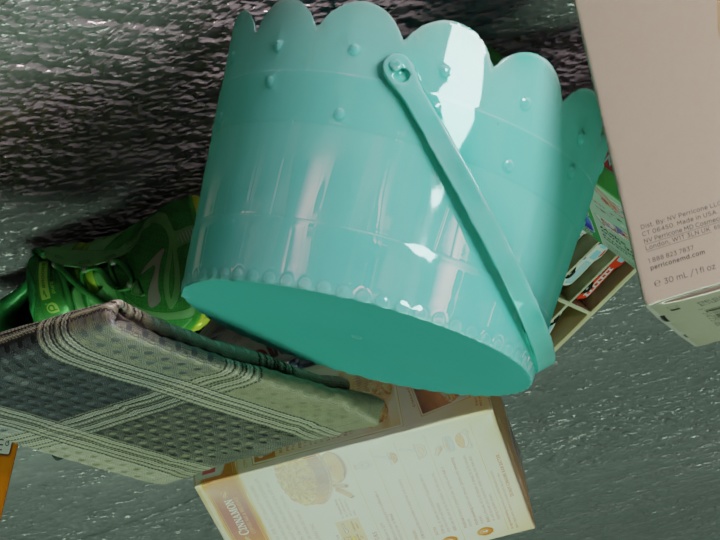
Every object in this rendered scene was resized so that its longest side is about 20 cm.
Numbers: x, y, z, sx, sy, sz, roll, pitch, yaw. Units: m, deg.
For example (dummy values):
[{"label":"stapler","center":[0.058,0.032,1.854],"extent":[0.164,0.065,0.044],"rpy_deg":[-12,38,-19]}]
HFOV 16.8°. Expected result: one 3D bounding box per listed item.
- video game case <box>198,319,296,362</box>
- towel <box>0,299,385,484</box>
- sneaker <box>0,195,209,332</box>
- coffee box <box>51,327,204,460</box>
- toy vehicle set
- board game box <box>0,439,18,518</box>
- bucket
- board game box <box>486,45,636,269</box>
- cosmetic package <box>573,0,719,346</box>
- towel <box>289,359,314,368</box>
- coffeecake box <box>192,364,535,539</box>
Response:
[{"label":"video game case","center":[0.000,0.000,1.386],"extent":[0.181,0.023,0.200],"rpy_deg":[-22,-167,21]},{"label":"towel","center":[-0.118,0.062,1.270],"extent":[0.192,0.035,0.199],"rpy_deg":[-19,151,40]},{"label":"sneaker","center":[-0.150,0.014,1.433],"extent":[0.083,0.075,0.200],"rpy_deg":[-2,162,-40]},{"label":"coffee box","center":[-0.104,0.057,1.538],"extent":[0.122,0.044,0.200],"rpy_deg":[-22,-177,26]},{"label":"toy vehicle set","center":[0.130,-0.015,1.454],"extent":[0.200,0.027,0.124],"rpy_deg":[-46,153,14]},{"label":"board game box","center":[-0.342,0.137,1.365],"extent":[0.199,0.202,0.199],"rpy_deg":[14,-179,36]},{"label":"bucket","center":[0.015,-0.029,1.174],"extent":[0.205,0.136,0.207],"rpy_deg":[14,168,3]},{"label":"board game box","center":[0.145,-0.032,1.302],"extent":[0.029,0.200,0.135],"rpy_deg":[-50,161,-6]},{"label":"cosmetic package","center":[0.153,-0.076,1.122],"extent":[0.073,0.202,0.103],"rpy_deg":[-16,164,17]},{"label":"towel","center":[0.040,0.042,1.668],"extent":[0.146,0.024,0.200],"rpy_deg":[-7,175,-18]},{"label":"coffeecake box","center":[0.001,0.129,1.613],"extent":[0.198,0.073,0.154],"rpy_deg":[-15,142,6]}]
